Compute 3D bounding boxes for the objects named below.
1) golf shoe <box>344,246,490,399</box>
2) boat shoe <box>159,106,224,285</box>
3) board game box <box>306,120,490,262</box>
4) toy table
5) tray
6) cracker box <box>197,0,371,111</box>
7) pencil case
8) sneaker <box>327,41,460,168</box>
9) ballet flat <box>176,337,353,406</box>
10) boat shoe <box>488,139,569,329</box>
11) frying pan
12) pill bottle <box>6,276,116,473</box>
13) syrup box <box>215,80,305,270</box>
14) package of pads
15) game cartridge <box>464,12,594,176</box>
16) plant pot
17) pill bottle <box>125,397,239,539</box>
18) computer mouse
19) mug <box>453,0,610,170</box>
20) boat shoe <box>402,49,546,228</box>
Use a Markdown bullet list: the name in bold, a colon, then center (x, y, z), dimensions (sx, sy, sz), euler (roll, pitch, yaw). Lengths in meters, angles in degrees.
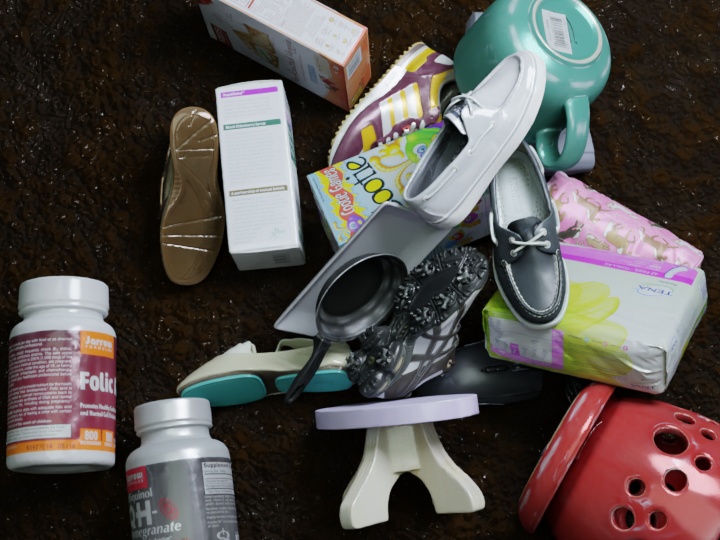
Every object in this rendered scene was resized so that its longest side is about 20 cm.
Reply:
- **golf shoe**: center (0.074, 0.058, 1.281), dimensions (0.200, 0.094, 0.078), euler (-46, 46, 19)
- **boat shoe**: center (-0.196, -0.085, 1.379), dimensions (0.072, 0.072, 0.200), euler (-2, 96, -16)
- **board game box**: center (0.058, -0.078, 1.336), dimensions (0.200, 0.105, 0.103), euler (-23, 59, -4)
- **toy table**: center (0.043, 0.193, 1.253), dimensions (0.184, 0.200, 0.117), euler (-5, 85, -33)
- **tray**: center (0.000, 0.000, 1.287), dimensions (0.200, 0.107, 0.022), euler (-47, 48, 28)
- **cracker box**: center (-0.087, -0.272, 1.387), dimensions (0.200, 0.134, 0.058), euler (30, 79, 10)
- **pencil case**: center (0.277, -0.031, 1.340), dimensions (0.200, 0.087, 0.083), euler (32, 109, 10)
- **sneaker**: center (0.045, -0.168, 1.386), dimensions (0.090, 0.075, 0.200), euler (35, 80, 15)
- **ballet flat**: center (-0.102, 0.107, 1.332), dimensions (0.200, 0.069, 0.070), euler (-4, 75, -1)
- **boat shoe**: center (0.162, -0.040, 1.211), dimensions (0.076, 0.060, 0.200), euler (-14, 64, 2)
- **frying pan**: center (-0.014, 0.055, 1.277), dimensions (0.115, 0.190, 0.031), euler (-6, 41, -40)
- **pill bottle**: center (-0.321, 0.114, 1.306), dimensions (0.114, 0.114, 0.200), euler (-3, 76, 1)
- **syrup box**: center (-0.113, -0.108, 1.374), dimensions (0.081, 0.079, 0.200), euler (-6, 75, 1)
- **package of pads**: center (0.240, 0.044, 1.248), dimensions (0.200, 0.068, 0.155), euler (11, 38, 26)
- **game cartridge**: center (0.188, -0.205, 1.390), dimensions (0.133, 0.041, 0.200), euler (-6, 75, -17)
- **plant pot**: center (0.272, 0.217, 1.217), dimensions (0.182, 0.200, 0.201), euler (31, 79, 14)
- **pill bottle**: center (-0.188, 0.239, 1.270), dimensions (0.111, 0.111, 0.200), euler (-8, 75, 0)
- **computer mouse**: center (0.155, 0.082, 1.332), dimensions (0.200, 0.046, 0.141), euler (-3, 76, 1)
- **mug**: center (0.204, -0.219, 1.306), dimensions (0.185, 0.114, 0.152), euler (44, 55, -1)
- **boat shoe**: center (0.110, -0.140, 1.209), dimensions (0.200, 0.068, 0.072), euler (-54, 40, 7)
